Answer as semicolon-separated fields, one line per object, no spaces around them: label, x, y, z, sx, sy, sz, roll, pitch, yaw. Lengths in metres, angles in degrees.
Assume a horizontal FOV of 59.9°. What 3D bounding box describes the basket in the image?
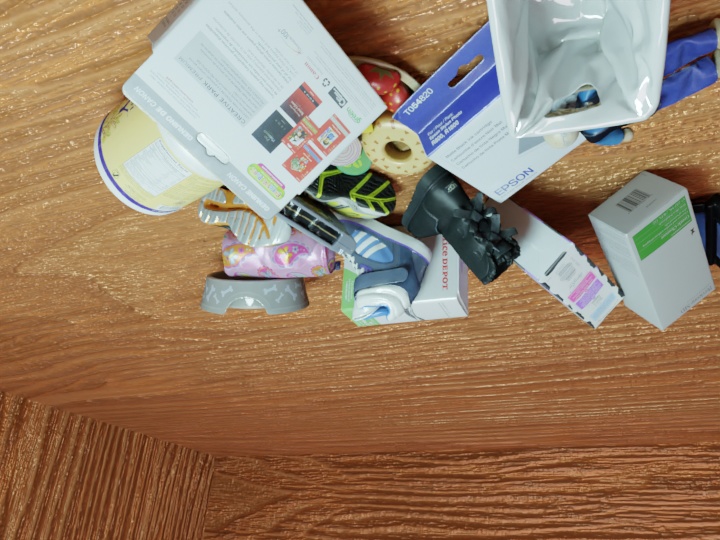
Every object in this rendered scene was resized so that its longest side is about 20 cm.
basket;0.179;-0.235;0.531;0.134;0.124;0.201;-5;139;17

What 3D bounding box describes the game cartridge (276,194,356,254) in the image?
game cartridge;-0.099;-0.100;0.882;0.041;0.133;0.199;-52;135;8

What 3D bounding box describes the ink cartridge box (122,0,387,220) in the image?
ink cartridge box;-0.105;-0.181;0.621;0.175;0.084;0.200;-43;124;4

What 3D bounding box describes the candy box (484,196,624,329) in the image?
candy box;0.282;-0.016;0.942;0.199;0.168;0.072;31;103;-41

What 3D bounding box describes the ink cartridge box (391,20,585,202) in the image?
ink cartridge box;0.172;-0.182;0.722;0.199;0.041;0.199;23;134;-34

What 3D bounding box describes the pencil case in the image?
pencil case;-0.137;-0.032;1.071;0.197;0.088;0.088;-3;153;12

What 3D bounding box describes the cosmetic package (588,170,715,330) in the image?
cosmetic package;0.417;-0.026;0.891;0.107;0.085;0.200;-39;122;0

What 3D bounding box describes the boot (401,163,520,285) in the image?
boot;0.140;-0.050;0.885;0.073;0.163;0.199;-38;168;-13

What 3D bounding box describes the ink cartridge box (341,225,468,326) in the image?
ink cartridge box;0.076;0.005;1.039;0.198;0.147;0.084;-6;153;21

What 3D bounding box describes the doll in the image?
doll;0.287;-0.191;0.663;0.198;0.049;0.137;-26;135;15

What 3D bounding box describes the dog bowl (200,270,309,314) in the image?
dog bowl;-0.192;0.035;1.142;0.197;0.060;0.200;0;-173;0

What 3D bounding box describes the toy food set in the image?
toy food set;-0.007;-0.185;0.781;0.195;0.049;0.200;-3;153;14

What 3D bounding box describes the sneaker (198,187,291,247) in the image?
sneaker;-0.163;-0.082;0.942;0.199;0.079;0.077;25;-175;41

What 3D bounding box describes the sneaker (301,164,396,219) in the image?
sneaker;-0.046;-0.117;0.897;0.198;0.076;0.076;23;154;-26

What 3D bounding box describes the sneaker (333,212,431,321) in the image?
sneaker;0.000;0.000;0.975;0.198;0.147;0.081;22;162;25

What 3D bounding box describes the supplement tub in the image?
supplement tub;-0.208;-0.162;0.746;0.199;0.147;0.145;-19;146;38

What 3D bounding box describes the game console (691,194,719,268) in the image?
game console;0.529;-0.017;0.972;0.116;0.177;0.200;-34;143;10
